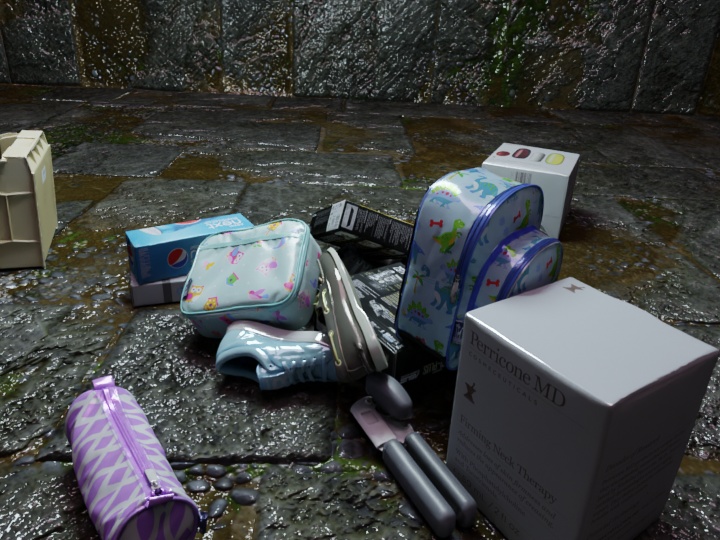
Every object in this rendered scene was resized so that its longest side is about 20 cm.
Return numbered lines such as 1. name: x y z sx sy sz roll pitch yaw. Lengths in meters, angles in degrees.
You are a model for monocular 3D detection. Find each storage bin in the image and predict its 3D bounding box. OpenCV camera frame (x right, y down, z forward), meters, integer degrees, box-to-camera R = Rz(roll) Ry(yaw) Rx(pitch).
1. storage bin: -0.615 -0.131 1.043 0.091 0.203 0.200 -2 25 -19

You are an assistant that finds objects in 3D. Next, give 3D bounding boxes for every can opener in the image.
1. can opener: 0.051 0.183 0.619 0.052 0.068 0.200 -11 29 -25

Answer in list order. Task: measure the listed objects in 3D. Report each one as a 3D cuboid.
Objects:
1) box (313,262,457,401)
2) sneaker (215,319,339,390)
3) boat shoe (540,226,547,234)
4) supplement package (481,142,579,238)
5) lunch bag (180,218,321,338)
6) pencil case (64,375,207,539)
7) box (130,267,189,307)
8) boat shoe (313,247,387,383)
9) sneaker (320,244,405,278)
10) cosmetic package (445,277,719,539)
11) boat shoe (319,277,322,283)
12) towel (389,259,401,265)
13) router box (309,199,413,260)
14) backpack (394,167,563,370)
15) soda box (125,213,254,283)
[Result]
1. box: 0.050 0.080 0.809 0.161 0.088 0.199 -15 31 -32
2. sneaker: -0.092 0.125 0.739 0.195 0.075 0.083 7 44 14
3. boat shoe: 0.298 -0.086 1.196 0.195 0.074 0.071 -1 21 -12
4. supplement package: 0.385 -0.187 1.330 0.187 0.150 0.200 14 28 22
5. lunch bag: -0.157 0.008 0.826 0.195 0.078 0.164 -6 54 19
6. pencil case: -0.224 0.190 0.554 0.083 0.088 0.199 -14 30 -36
7. box: -0.290 -0.002 0.997 0.195 0.042 0.156 -5 28 -19
8. boat shoe: -0.027 0.049 0.713 0.059 0.073 0.203 -26 44 0
9. sneaker: 0.000 0.000 0.975 0.195 0.083 0.074 -4 26 -14
10. cosmetic package: 0.201 0.144 0.563 0.163 0.205 0.167 -13 29 -31
11. boat shoe: -0.148 0.018 0.911 0.194 0.065 0.073 4 70 0
12. towel: 0.144 -0.083 1.111 0.197 0.023 0.144 -29 14 22
13. router box: 0.003 -0.064 1.002 0.146 0.052 0.199 19 -6 -19
14. backpack: 0.143 -0.005 0.664 0.145 0.205 0.181 24 32 35
15. soda box: -0.277 -0.040 0.955 0.196 0.066 0.068 -13 31 -31
